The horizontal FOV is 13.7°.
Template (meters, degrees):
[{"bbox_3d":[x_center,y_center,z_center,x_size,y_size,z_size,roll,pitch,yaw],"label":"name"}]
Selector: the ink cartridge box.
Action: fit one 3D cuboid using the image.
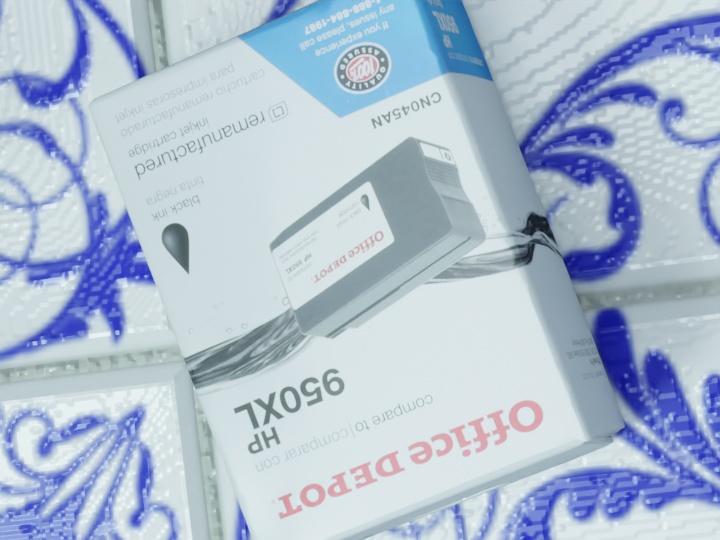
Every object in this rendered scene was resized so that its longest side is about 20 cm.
[{"bbox_3d":[0.000,0.000,1.185,0.144,0.084,0.200,-23,85,13],"label":"ink cartridge box"}]
